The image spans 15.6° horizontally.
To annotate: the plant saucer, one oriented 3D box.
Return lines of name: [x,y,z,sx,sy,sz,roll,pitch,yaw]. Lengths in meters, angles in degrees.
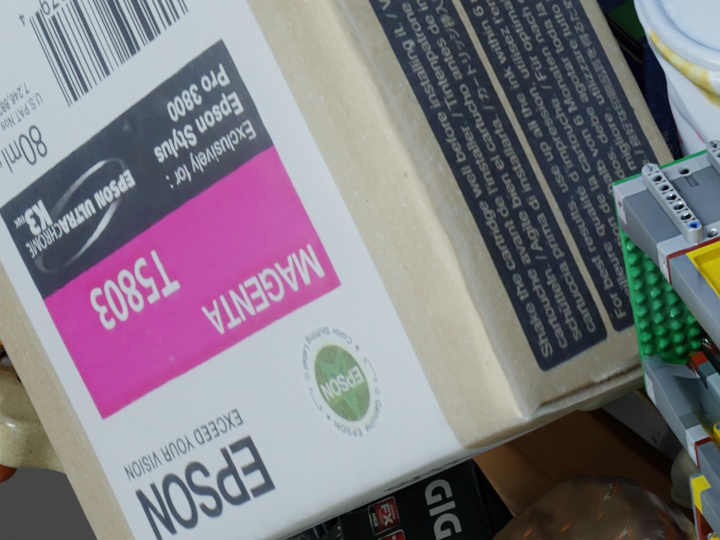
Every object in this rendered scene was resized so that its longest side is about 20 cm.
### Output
plant saucer: [0.109,0.094,0.831,0.200,0.038,0.200,37,-177,-2]

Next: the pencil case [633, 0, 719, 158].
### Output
pencil case: [0.119,0.000,0.627,0.083,0.091,0.201,2,131,23]

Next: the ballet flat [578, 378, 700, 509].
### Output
ballet flat: [0.093,0.032,0.753,0.200,0.063,0.069,43,151,9]

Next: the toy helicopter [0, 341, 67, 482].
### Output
toy helicopter: [-0.082,0.073,1.028,0.200,0.132,0.079,39,116,48]

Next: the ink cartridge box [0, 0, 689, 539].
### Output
ink cartridge box: [-0.023,-0.022,0.646,0.200,0.075,0.165,-31,84,53]

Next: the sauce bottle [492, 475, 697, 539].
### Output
sauce bottle: [0.107,0.133,0.698,0.200,0.066,0.066,47,175,-32]

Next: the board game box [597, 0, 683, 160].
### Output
board game box: [0.047,-0.089,0.826,0.200,0.034,0.136,50,163,35]

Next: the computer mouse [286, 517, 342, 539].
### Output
computer mouse: [0.000,0.000,0.879,0.138,0.052,0.201,-167,80,-70]

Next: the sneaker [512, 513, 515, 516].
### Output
sneaker: [0.081,0.112,0.955,0.200,0.099,0.071,-124,40,-76]

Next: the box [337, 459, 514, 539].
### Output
box: [0.060,0.169,0.759,0.200,0.046,0.159,57,-164,-51]

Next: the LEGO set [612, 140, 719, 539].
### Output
LEGO set: [0.136,0.049,0.534,0.116,0.153,0.201,-120,21,-51]
